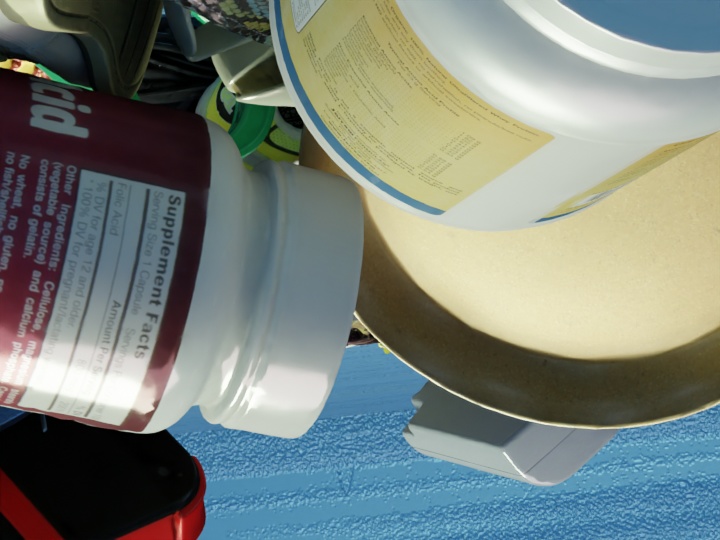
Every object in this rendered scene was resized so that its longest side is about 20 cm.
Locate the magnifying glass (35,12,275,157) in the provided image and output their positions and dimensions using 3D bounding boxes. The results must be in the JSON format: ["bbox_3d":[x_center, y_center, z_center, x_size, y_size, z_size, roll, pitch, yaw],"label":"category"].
[{"bbox_3d":[-0.113,-0.091,0.937,0.199,0.080,0.022,17,154,-41],"label":"magnifying glass"}]

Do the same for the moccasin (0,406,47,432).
[{"bbox_3d":[-0.134,0.020,1.070,0.200,0.081,0.068,-38,173,-21],"label":"moccasin"}]

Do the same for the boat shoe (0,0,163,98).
[{"bbox_3d":[-0.112,-0.107,0.836,0.068,0.075,0.200,13,175,7],"label":"boat shoe"}]

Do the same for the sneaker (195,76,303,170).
[{"bbox_3d":[0.023,-0.071,1.064,0.199,0.076,0.076,-16,161,-19],"label":"sneaker"}]

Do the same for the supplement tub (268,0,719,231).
[{"bbox_3d":[0.059,-0.097,0.704,0.144,0.146,0.200,-3,171,-14],"label":"supplement tub"}]

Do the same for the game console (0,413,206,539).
[{"bbox_3d":[-0.182,0.076,1.074,0.176,0.200,0.031,-21,138,-36],"label":"game console"}]

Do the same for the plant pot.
[{"bbox_3d":[0.076,-0.029,0.887,0.199,0.201,0.028,-8,-150,22],"label":"plant pot"}]

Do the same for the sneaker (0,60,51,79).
[{"bbox_3d":[-0.173,-0.074,1.044,0.073,0.077,0.200,32,146,-11],"label":"sneaker"}]

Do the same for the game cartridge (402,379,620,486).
[{"bbox_3d":[0.112,0.011,1.069,0.040,0.200,0.133,45,166,-15],"label":"game cartridge"}]

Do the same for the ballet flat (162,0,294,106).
[{"bbox_3d":[-0.034,-0.096,0.897,0.074,0.075,0.200,-7,163,14],"label":"ballet flat"}]

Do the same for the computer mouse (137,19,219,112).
[{"bbox_3d":[-0.119,-0.065,1.134,0.138,0.053,0.199,1,169,-41],"label":"computer mouse"}]

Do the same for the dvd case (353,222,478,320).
[{"bbox_3d":[0.095,-0.029,0.975,0.200,0.016,0.148,-32,162,32],"label":"dvd case"}]

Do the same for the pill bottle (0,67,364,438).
[{"bbox_3d":[-0.107,-0.008,0.845,0.199,0.115,0.114,13,167,-16],"label":"pill bottle"}]

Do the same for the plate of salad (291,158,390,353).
[{"bbox_3d":[0.000,0.000,1.060,0.199,0.048,0.200,-15,155,-7],"label":"plate of salad"}]
